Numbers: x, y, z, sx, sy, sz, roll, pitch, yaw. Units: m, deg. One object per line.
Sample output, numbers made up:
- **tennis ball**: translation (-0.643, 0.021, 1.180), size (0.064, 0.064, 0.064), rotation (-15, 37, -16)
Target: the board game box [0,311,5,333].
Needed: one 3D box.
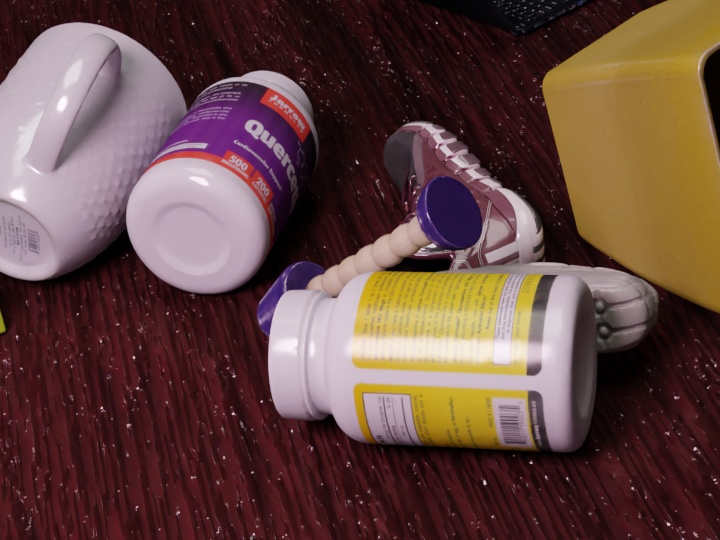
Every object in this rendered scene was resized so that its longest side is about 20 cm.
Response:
- **board game box**: translation (-0.364, 0.010, 1.490), size (0.101, 0.048, 0.200), rotation (-25, 35, -25)

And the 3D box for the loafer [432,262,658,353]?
- **loafer**: translation (0.107, 0.030, 1.325), size (0.199, 0.070, 0.070), rotation (1, 11, 23)

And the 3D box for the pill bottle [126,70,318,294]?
- **pill bottle**: translation (-0.099, -0.077, 1.498), size (0.112, 0.113, 0.200), rotation (2, 33, 17)

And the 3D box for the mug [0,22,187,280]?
- **mug**: translation (-0.228, -0.098, 1.491), size (0.147, 0.200, 0.176), rotation (27, 50, 0)

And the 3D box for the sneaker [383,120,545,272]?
- **sneaker**: translation (0.041, -0.042, 1.446), size (0.115, 0.076, 0.200), rotation (-25, 35, -19)

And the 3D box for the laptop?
- **laptop**: translation (0.105, -0.295, 1.809), size (0.199, 0.104, 0.177), rotation (-29, 37, -30)

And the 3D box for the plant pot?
- **plant pot**: translation (0.248, -0.100, 1.387), size (0.176, 0.201, 0.200), rotation (8, 33, 46)

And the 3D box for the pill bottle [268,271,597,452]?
- **pill bottle**: translation (0.047, 0.057, 1.242), size (0.199, 0.113, 0.113), rotation (2, 33, 16)

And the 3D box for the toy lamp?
- **toy lamp**: translation (0.000, 0.000, 1.319), size (0.200, 0.058, 0.058), rotation (-29, 11, 45)
